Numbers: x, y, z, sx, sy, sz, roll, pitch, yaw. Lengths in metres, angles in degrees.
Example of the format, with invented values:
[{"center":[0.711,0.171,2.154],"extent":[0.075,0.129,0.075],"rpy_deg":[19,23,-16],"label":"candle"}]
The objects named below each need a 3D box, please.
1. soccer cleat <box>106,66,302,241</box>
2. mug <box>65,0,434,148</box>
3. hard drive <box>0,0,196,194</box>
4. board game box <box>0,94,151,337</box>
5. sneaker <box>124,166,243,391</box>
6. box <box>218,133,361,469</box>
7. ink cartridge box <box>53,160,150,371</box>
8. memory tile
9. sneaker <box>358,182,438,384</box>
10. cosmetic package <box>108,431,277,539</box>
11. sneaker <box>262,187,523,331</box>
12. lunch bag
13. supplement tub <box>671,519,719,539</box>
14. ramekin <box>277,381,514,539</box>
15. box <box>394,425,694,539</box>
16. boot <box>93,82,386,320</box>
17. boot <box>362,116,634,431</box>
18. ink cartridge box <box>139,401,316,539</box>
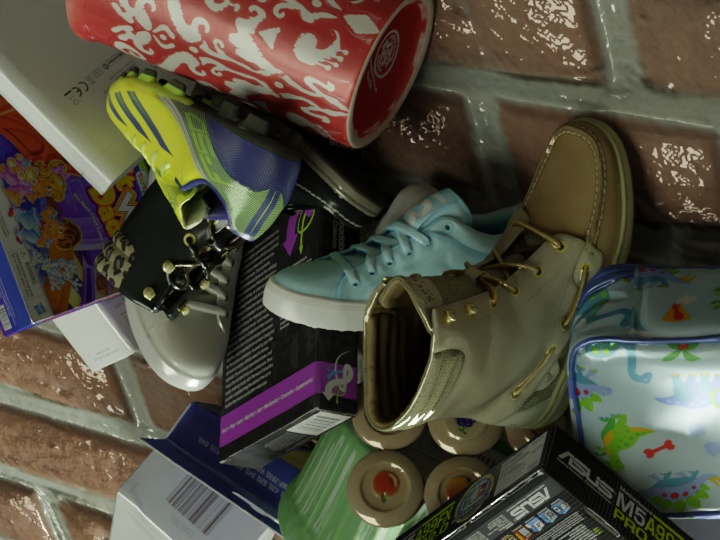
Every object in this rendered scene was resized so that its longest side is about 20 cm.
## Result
[{"center":[-0.111,-0.072,1.491],"extent":[0.065,0.084,0.200],"rpy_deg":[21,-177,-39],"label":"soccer cleat"},{"center":[-0.057,-0.168,1.507],"extent":[0.200,0.177,0.134],"rpy_deg":[26,103,17],"label":"mug"},{"center":[-0.201,-0.161,1.613],"extent":[0.200,0.132,0.027],"rpy_deg":[45,143,0],"label":"hard drive"},{"center":[-0.220,-0.070,1.668],"extent":[0.045,0.134,0.201],"rpy_deg":[-22,89,52],"label":"board game box"},{"center":[-0.113,-0.020,1.630],"extent":[0.073,0.201,0.085],"rpy_deg":[13,148,-26],"label":"sneaker"},{"center":[-0.047,0.019,1.602],"extent":[0.036,0.201,0.143],"rpy_deg":[11,157,-27],"label":"box"},{"center":[-0.205,-0.043,1.743],"extent":[0.200,0.115,0.068],"rpy_deg":[54,142,-10],"label":"ink cartridge box"},{"center":[0.092,0.096,1.522],"extent":[0.199,0.154,0.017],"rpy_deg":[3,165,5],"label":"memory tile"},{"center":[0.000,0.000,1.624],"extent":[0.099,0.078,0.200],"rpy_deg":[42,141,15],"label":"sneaker"},{"center":[-0.133,0.204,1.894],"extent":[0.113,0.081,0.200],"rpy_deg":[41,163,4],"label":"cosmetic package"},{"center":[0.032,-0.013,1.506],"extent":[0.074,0.199,0.082],"rpy_deg":[-147,55,-60],"label":"sneaker"},{"center":[0.224,0.076,1.422],"extent":[0.199,0.083,0.161],"rpy_deg":[-2,127,14],"label":"lunch bag"},{"center":[0.209,0.223,1.587],"extent":[0.122,0.123,0.200],"rpy_deg":[42,148,4],"label":"supplement tub"},{"center":[0.053,0.157,1.617],"extent":[0.200,0.200,0.098],"rpy_deg":[31,113,19],"label":"ramekin"},{"center":[0.108,0.202,1.470],"extent":[0.160,0.044,0.200],"rpy_deg":[39,128,-14],"label":"box"},{"center":[-0.081,-0.028,1.538],"extent":[0.073,0.154,0.203],"rpy_deg":[33,-179,-41],"label":"boot"},{"center":[0.081,0.003,1.431],"extent":[0.072,0.154,0.201],"rpy_deg":[27,108,42],"label":"boot"},{"center":[-0.037,0.161,1.738],"extent":[0.197,0.047,0.200],"rpy_deg":[32,-177,19],"label":"ink cartridge box"}]
